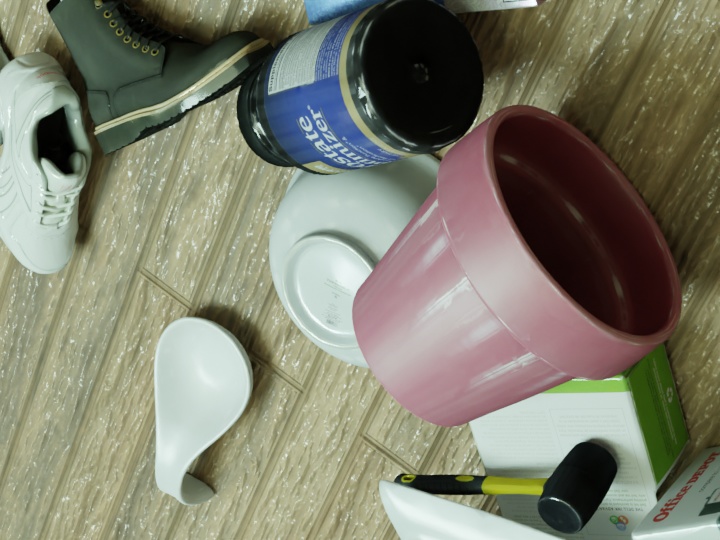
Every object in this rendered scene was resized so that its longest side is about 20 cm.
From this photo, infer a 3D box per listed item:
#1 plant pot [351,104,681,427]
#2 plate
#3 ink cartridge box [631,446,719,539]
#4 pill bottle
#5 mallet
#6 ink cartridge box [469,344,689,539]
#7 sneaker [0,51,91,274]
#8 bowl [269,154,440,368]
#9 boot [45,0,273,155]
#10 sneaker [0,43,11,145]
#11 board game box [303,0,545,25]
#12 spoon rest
[{"bbox_3d":[0.099,0.013,1.372,0.179,0.200,0.200,-40,89,31],"label":"plant pot"},{"bbox_3d":[0.116,0.248,1.504,0.199,0.032,0.200,16,152,27],"label":"plate"},{"bbox_3d":[0.312,0.175,1.361,0.199,0.146,0.083,-17,102,37],"label":"ink cartridge box"},{"bbox_3d":[-0.008,-0.130,1.420,0.200,0.112,0.112,-9,109,58],"label":"pill bottle"},{"bbox_3d":[0.108,0.157,1.466,0.199,0.066,0.041,1,129,49],"label":"mallet"},{"bbox_3d":[0.176,0.150,1.488,0.147,0.076,0.201,-3,117,34],"label":"ink cartridge box"},{"bbox_3d":[-0.269,-0.078,1.647,0.099,0.078,0.201,40,137,49],"label":"sneaker"},{"bbox_3d":[0.000,0.000,1.519,0.200,0.090,0.202,15,120,28],"label":"bowl"},{"bbox_3d":[-0.171,-0.187,1.552,0.199,0.077,0.139,-23,95,38],"label":"boot"},{"bbox_3d":[-0.367,-0.188,1.652,0.075,0.115,0.201,-23,99,39],"label":"sneaker"},{"bbox_3d":[0.030,-0.282,1.385,0.199,0.043,0.200,0,114,34],"label":"board game box"},{"bbox_3d":[-0.145,0.129,1.701,0.099,0.061,0.201,26,126,21],"label":"spoon rest"}]
